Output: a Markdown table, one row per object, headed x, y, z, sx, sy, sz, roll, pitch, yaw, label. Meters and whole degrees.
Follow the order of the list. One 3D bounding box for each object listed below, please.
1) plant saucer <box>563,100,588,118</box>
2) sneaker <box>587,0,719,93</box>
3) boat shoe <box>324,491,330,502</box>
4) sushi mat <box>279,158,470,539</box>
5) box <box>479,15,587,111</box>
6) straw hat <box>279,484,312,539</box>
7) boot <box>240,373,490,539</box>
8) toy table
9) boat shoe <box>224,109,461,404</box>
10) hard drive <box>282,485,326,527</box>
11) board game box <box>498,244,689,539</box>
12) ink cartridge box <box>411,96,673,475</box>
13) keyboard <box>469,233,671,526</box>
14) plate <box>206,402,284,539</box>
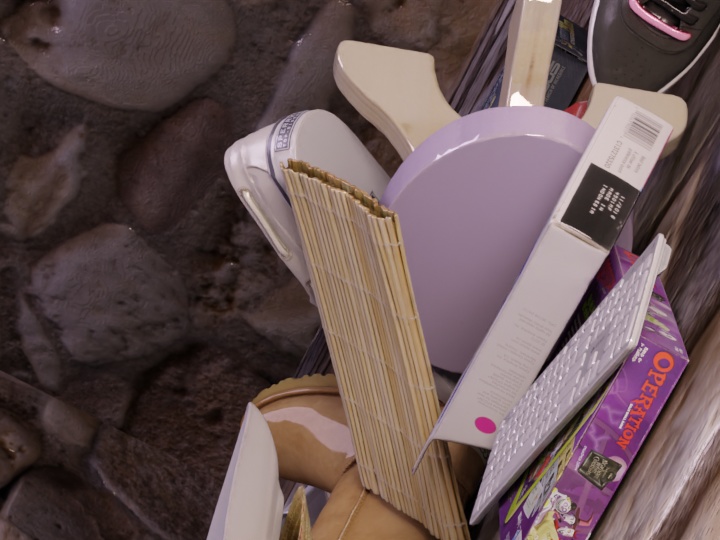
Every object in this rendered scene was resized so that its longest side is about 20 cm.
| x | y | z | sx | sy | sz | roll | pitch | yaw | label |
| --- | --- | --- | --- | --- | --- | --- | --- | --- | --- |
| 0.068 | -0.005 | 1.673 | 0.200 | 0.037 | 0.200 | -30 | 27 | 45 | plant saucer |
| 0.174 | -0.166 | 1.499 | 0.200 | 0.071 | 0.099 | -58 | 0 | 17 | sneaker |
| 0.022 | 0.138 | 1.673 | 0.073 | 0.074 | 0.200 | -46 | 18 | 33 | boat shoe |
| 0.008 | 0.042 | 1.459 | 0.012 | 0.201 | 0.096 | -27 | 31 | -24 | sushi mat |
| 0.109 | -0.096 | 2.209 | 0.201 | 0.051 | 0.158 | -63 | 4 | 14 | box |
| -0.013 | 0.211 | 1.389 | 0.201 | 0.085 | 0.202 | -166 | 90 | -87 | straw hat |
| -0.021 | 0.146 | 1.557 | 0.174 | 0.066 | 0.200 | -7 | 40 | 33 | boot |
| 0.072 | -0.051 | 1.457 | 0.200 | 0.183 | 0.118 | 124 | 158 | -51 | toy table |
| 0.000 | 0.000 | 1.533 | 0.066 | 0.200 | 0.072 | -13 | 41 | 39 | boat shoe |
| -0.001 | 0.127 | 1.835 | 0.200 | 0.026 | 0.132 | -43 | -6 | -36 | hard drive |
| 0.099 | 0.063 | 1.273 | 0.200 | 0.032 | 0.120 | -79 | 12 | -78 | board game box |
| 0.083 | 0.016 | 1.358 | 0.095 | 0.037 | 0.200 | -60 | -1 | -43 | ink cartridge box |
| 0.087 | 0.051 | 1.243 | 0.056 | 0.011 | 0.200 | -64 | 4 | -31 | keyboard |
| -0.073 | 0.196 | 1.438 | 0.200 | 0.032 | 0.201 | -86 | 11 | -65 | plate |
